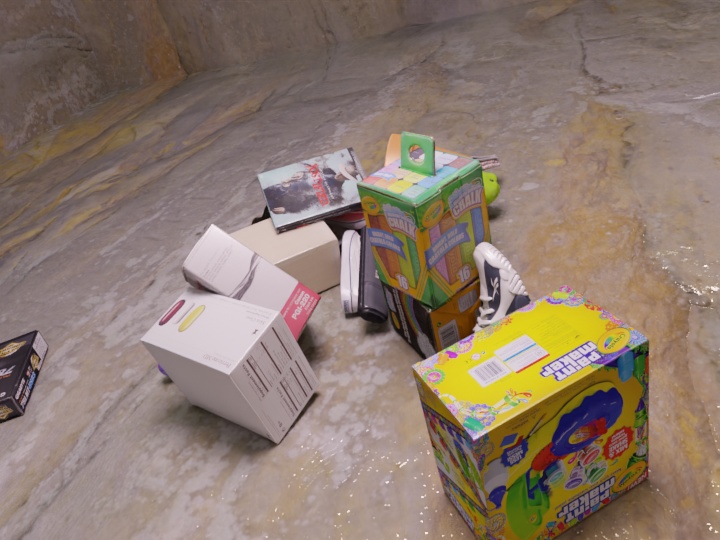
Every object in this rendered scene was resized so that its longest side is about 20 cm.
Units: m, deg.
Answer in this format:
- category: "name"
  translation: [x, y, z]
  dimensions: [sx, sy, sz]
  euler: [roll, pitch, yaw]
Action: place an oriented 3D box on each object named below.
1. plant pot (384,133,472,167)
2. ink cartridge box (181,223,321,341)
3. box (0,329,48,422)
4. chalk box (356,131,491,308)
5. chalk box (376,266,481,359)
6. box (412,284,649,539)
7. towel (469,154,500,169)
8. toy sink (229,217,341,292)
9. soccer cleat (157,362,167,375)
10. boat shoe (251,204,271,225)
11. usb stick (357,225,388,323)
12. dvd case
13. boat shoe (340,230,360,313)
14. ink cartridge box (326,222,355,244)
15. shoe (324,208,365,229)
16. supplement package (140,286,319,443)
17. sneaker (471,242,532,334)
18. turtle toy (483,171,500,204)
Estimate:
- category: "plant pot"
  translation: [0.114, -0.121, 1.012]
  dimensions: [0.137, 0.204, 0.202]
  euler: [3, 35, 10]
- category: "ink cartridge box"
  translation: [-0.171, 0.029, 0.948]
  dimensions: [0.086, 0.198, 0.146]
  euler: [-59, 6, -15]
- category: "box"
  translation: [-0.692, 0.213, 1.108]
  dimensions: [0.196, 0.050, 0.199]
  euler: [-19, 31, -2]
- category: "chalk box"
  translation: [0.084, -0.079, 0.805]
  dimensions: [0.123, 0.203, 0.124]
  euler: [-32, 34, -25]
- category: "chalk box"
  translation: [0.111, 0.037, 0.923]
  dimensions: [0.122, 0.127, 0.200]
  euler: [-25, 34, -15]
- category: "box"
  translation: [0.181, 0.159, 0.634]
  dimensions: [0.197, 0.196, 0.122]
  euler: [-25, 32, -13]
- category: "towel"
  translation: [0.166, -0.199, 1.254]
  dimensions: [0.188, 0.033, 0.198]
  euler: [-12, 4, 38]
- category: "toy sink"
  translation: [-0.147, -0.014, 1.122]
  dimensions: [0.197, 0.114, 0.131]
  euler: [-23, 43, -16]
- category: "soccer cleat"
  translation: [-0.244, 0.120, 1.025]
  dimensions: [0.198, 0.068, 0.076]
  euler: [-29, 38, -24]
- category: "boat shoe"
  translation: [-0.175, -0.078, 1.246]
  dimensions: [0.072, 0.078, 0.199]
  euler: [2, -13, -25]
- category: "usb stick"
  translation: [0.022, 0.002, 1.025]
  dimensions: [0.055, 0.033, 0.203]
  euler: [20, 44, -19]
- category: "dvd case"
  translation: [-0.083, -0.154, 1.143]
  dimensions: [0.196, 0.022, 0.148]
  euler: [-16, 55, -10]
- category: "boat shoe"
  translation: [0.000, 0.000, 1.097]
  dimensions: [0.064, 0.075, 0.203]
  euler: [-5, 44, 5]
- category: "ink cartridge box"
  translation: [-0.044, -0.115, 1.273]
  dimensions: [0.163, 0.057, 0.199]
  euler: [-45, 44, -13]
- category: "shoe"
  translation: [-0.044, -0.140, 1.188]
  dimensions: [0.197, 0.092, 0.072]
  euler: [8, 54, 41]
- category: "supplement package"
  translation: [-0.186, 0.131, 0.874]
  dimensions: [0.197, 0.157, 0.111]
  euler: [10, 49, 36]
- category: "sneaker"
  translation: [0.162, 0.077, 0.791]
  dimensions: [0.128, 0.202, 0.080]
  euler: [-27, 12, 3]
- category: "turtle toy"
  translation: [0.175, -0.122, 1.161]
  dimensions: [0.196, 0.103, 0.146]
  euler: [-20, 31, -6]
